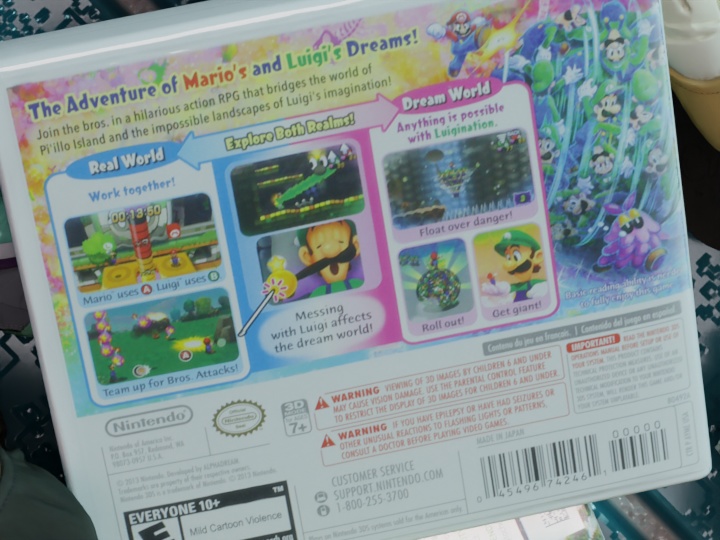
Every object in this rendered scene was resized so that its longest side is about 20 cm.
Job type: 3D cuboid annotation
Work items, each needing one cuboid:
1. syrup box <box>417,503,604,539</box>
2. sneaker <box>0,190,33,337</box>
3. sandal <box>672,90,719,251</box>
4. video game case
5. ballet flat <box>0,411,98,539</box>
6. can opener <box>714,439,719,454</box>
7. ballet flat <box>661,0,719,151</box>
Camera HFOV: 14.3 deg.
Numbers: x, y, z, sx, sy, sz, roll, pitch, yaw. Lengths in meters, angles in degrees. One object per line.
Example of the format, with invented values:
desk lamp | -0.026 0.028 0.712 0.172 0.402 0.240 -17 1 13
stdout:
syrup box | -0.028 0.090 0.950 0.199 0.081 0.079 -25 97 -1
sneaker | -0.086 0.006 0.942 0.199 0.074 0.088 -18 102 -5
sandal | 0.120 -0.102 0.950 0.045 0.075 0.201 -12 102 -47
video game case | 0.000 0.000 0.864 0.199 0.024 0.183 -11 115 -4
ballet flat | -0.134 0.071 0.876 0.068 0.200 0.068 36 89 -25
can opener | 0.212 0.022 0.977 0.200 0.053 0.067 -31 69 -3
ballet flat | 0.100 -0.122 0.890 0.063 0.069 0.201 -21 112 -38
